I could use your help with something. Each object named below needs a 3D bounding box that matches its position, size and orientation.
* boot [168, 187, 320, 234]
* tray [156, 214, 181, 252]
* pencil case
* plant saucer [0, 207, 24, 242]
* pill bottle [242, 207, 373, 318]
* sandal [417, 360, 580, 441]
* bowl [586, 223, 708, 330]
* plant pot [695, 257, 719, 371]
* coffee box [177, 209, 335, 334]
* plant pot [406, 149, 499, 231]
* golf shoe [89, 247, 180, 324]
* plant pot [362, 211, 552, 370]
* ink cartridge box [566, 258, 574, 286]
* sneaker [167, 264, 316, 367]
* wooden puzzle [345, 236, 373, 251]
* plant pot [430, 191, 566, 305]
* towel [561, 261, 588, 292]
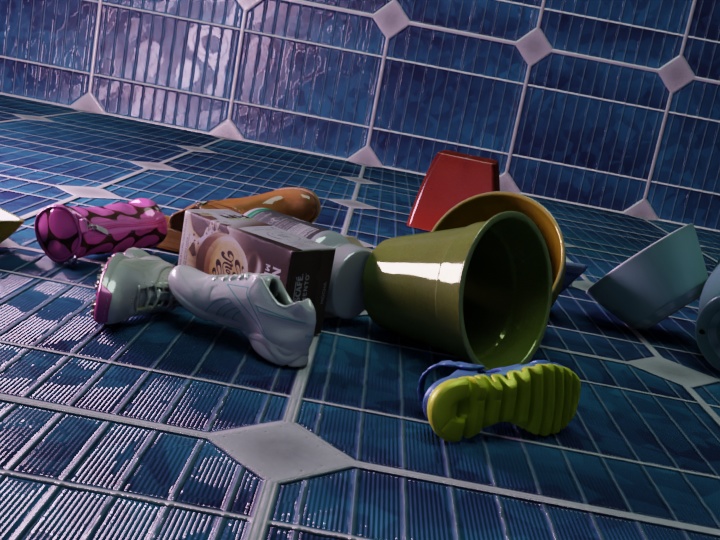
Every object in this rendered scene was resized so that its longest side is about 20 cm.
[{"bbox_3d":[-0.169,-0.077,1.335,0.199,0.074,0.155,-11,1,14],"label":"boot"},{"bbox_3d":[-0.269,-0.051,1.443,0.199,0.037,0.099,12,13,9],"label":"tray"},{"bbox_3d":[-0.356,-0.059,1.288,0.093,0.091,0.200,-22,-1,26],"label":"pencil case"},{"bbox_3d":[-0.586,-0.068,1.213,0.199,0.048,0.200,21,17,39],"label":"plant saucer"},{"bbox_3d":[-0.079,-0.009,1.235,0.200,0.114,0.113,21,16,36],"label":"pill bottle"},{"bbox_3d":[0.138,0.122,0.930,0.199,0.080,0.087,5,9,-29],"label":"sandal"},{"bbox_3d":[0.476,0.023,1.468,0.201,0.201,0.105,-9,64,-57],"label":"bowl"},{"bbox_3d":[0.585,0.065,1.336,0.200,0.201,0.188,19,30,34],"label":"plant pot"},{"bbox_3d":[-0.136,0.001,1.144,0.200,0.114,0.080,20,15,37],"label":"coffee box"},{"bbox_3d":[0.233,-0.180,2.119,0.199,0.177,0.200,13,13,9],"label":"plant pot"},{"bbox_3d":[-0.252,0.019,1.062,0.091,0.076,0.200,14,13,-2],"label":"golf shoe"},{"bbox_3d":[0.109,0.025,1.148,0.189,0.201,0.200,4,5,43],"label":"plant pot"},{"bbox_3d":[0.295,-0.015,1.733,0.199,0.051,0.109,6,14,-17],"label":"ink cartridge box"},{"bbox_3d":[-0.130,0.031,1.031,0.200,0.081,0.070,26,18,22],"label":"sneaker"},{"bbox_3d":[0.000,0.000,1.435,0.200,0.046,0.185,27,20,37],"label":"wooden puzzle"},{"bbox_3d":[0.203,0.009,1.290,0.199,0.201,0.142,18,-12,29],"label":"plant pot"},{"bbox_3d":[0.237,0.008,1.443,0.199,0.024,0.147,9,-29,-16],"label":"towel"}]
